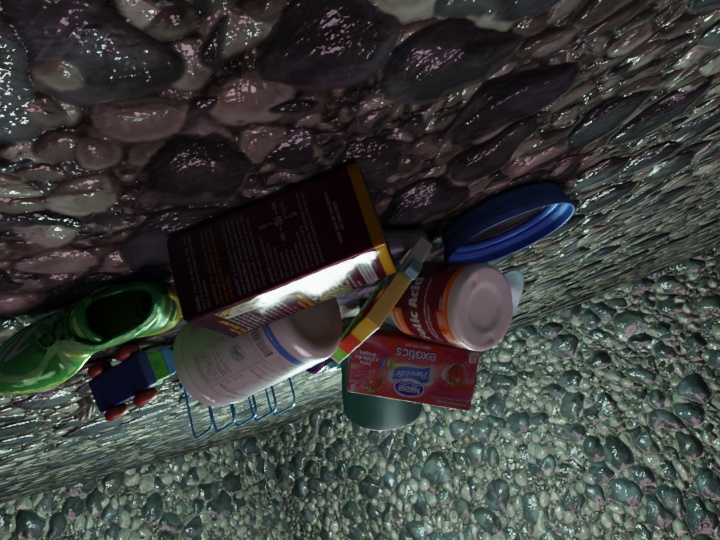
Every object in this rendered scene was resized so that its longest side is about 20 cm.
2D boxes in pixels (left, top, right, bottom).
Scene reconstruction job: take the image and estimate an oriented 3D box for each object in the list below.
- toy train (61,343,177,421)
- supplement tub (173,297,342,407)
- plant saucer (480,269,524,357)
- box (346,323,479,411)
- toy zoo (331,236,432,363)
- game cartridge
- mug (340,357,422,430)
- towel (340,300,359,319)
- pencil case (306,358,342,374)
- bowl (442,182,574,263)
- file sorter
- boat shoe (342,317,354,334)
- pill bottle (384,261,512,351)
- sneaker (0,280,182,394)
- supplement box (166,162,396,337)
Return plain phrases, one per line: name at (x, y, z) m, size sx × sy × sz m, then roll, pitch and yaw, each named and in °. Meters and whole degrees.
toy train at (-0.358, 0.174, 0.797) m, size 0.198 × 0.086 × 0.115 m, roll -28°, pitch 175°, yaw 25°
supplement tub at (-0.133, 0.084, 0.665) m, size 0.198 × 0.135 × 0.131 m, roll -28°, pitch 161°, yaw 29°
plant saucer at (0.224, 0.080, 0.940) m, size 0.199 × 0.038 × 0.204 m, roll -31°, pitch 138°, yaw -31°
box at (0.079, 0.148, 0.820) m, size 0.195 × 0.098 × 0.100 m, roll 9°, pitch -174°, yaw -1°
toy zoo at (0.026, 0.037, 0.644) m, size 0.132 × 0.020 × 0.200 m, roll -54°, pitch 180°, yaw -29°
game cartridge at (0.000, 0.000, 0.723) m, size 0.131 × 0.042 × 0.199 m, roll -1°, pitch 155°, yaw -39°
mug at (0.025, 0.199, 0.952) m, size 0.181 × 0.117 × 0.152 m, roll 5°, pitch -160°, yaw 21°
towel at (-0.095, 0.085, 0.905) m, size 0.196 × 0.023 × 0.144 m, roll -17°, pitch 165°, yaw -4°
pencil case at (-0.035, 0.163, 1.098) m, size 0.197 × 0.092 × 0.086 m, roll 0°, pitch 123°, yaw -45°
bowl at (0.211, -0.064, 0.756) m, size 0.196 × 0.040 × 0.201 m, roll -19°, pitch 163°, yaw -6°
file sorter at (-0.254, 0.257, 1.078) m, size 0.197 × 0.125 × 0.138 m, roll -6°, pitch 160°, yaw -38°
boat shoe at (0.036, 0.119, 1.061) m, size 0.196 × 0.073 × 0.076 m, roll -12°, pitch 162°, yaw -25°
pill bottle at (0.112, 0.046, 0.751) m, size 0.112 × 0.117 × 0.199 m, roll -9°, pitch -174°, yaw -31°
sneaker at (-0.283, 0.057, 0.523) m, size 0.197 × 0.075 × 0.084 m, roll -27°, pitch 167°, yaw -11°
supplement box at (-0.072, -0.013, 0.512) m, size 0.196 × 0.087 × 0.110 m, roll -21°, pitch 164°, yaw 4°
